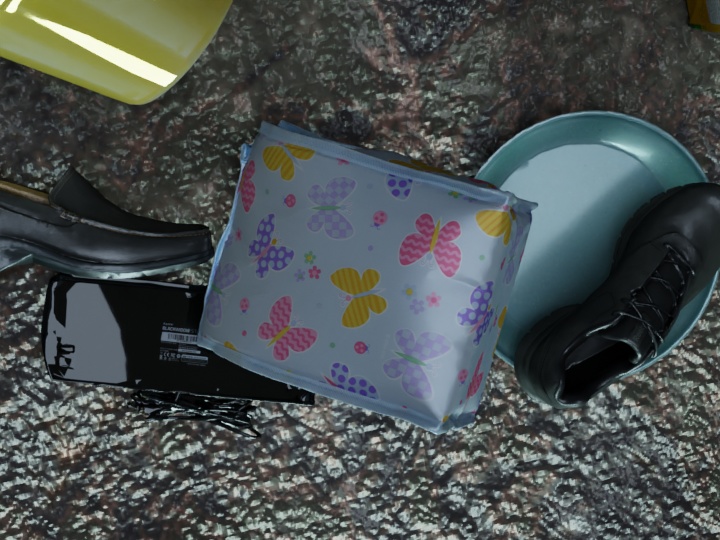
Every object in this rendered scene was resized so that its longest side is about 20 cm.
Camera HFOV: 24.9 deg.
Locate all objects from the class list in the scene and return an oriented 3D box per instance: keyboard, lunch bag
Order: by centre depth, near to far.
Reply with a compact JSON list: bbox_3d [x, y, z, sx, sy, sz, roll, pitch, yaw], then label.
[{"bbox_3d":[0.000,0.000,1.108,0.200,0.127,0.170,16,93,14],"label":"lunch bag"},{"bbox_3d":[-0.129,0.061,1.162,0.200,0.040,0.104,8,89,-16],"label":"keyboard"}]

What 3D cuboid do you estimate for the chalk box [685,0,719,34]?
[{"bbox_3d":[0.327,-0.242,1.112,0.200,0.124,0.125,-14,103,-4],"label":"chalk box"}]

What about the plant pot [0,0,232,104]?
[{"bbox_3d":[-0.185,-0.206,1.025,0.189,0.201,0.201,32,96,-29],"label":"plant pot"}]

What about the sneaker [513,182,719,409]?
[{"bbox_3d":[0.195,0.024,1.130,0.076,0.091,0.200,39,93,-11],"label":"sneaker"}]

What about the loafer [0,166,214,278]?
[{"bbox_3d":[-0.198,-0.035,1.111,0.200,0.073,0.072,3,97,-10],"label":"loafer"}]

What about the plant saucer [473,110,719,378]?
[{"bbox_3d":[0.161,-0.018,1.181,0.200,0.036,0.200,-1,102,-7],"label":"plant saucer"}]
